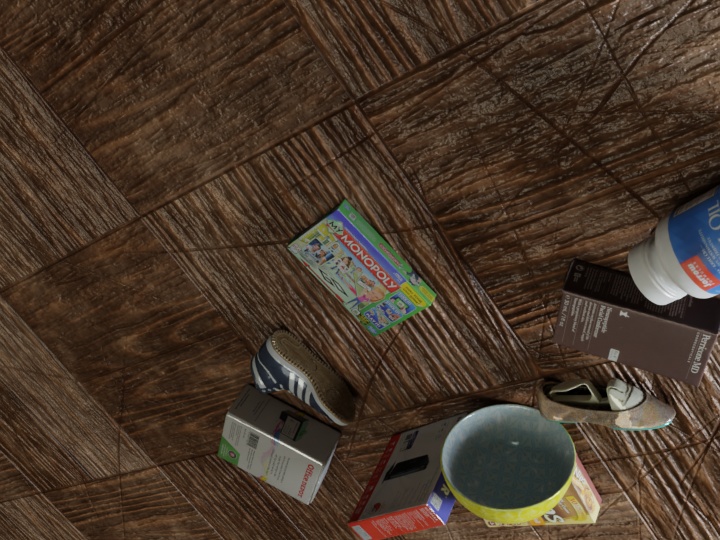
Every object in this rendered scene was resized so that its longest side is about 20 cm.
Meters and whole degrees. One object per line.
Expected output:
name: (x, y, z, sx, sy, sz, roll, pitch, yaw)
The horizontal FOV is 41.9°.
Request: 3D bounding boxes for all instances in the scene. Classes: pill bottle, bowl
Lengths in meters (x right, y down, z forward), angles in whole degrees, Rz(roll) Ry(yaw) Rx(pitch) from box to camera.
pill bottle: (0.413, -0.035, 1.082, 0.112, 0.112, 0.200, 44, 135, -10)
bowl: (0.224, 0.312, 1.426, 0.200, 0.200, 0.108, 10, 134, 22)

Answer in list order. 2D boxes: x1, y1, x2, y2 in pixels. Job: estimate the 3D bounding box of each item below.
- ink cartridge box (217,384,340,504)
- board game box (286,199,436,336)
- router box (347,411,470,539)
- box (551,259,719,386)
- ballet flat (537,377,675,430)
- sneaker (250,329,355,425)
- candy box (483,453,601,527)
ink cartridge box: (-0.150, 0.320, 1.727, 0.200, 0.084, 0.145, 26, 135, 8)
board game box: (0.000, 0.000, 1.409, 0.200, 0.029, 0.134, 46, 135, -12)
router box: (0.091, 0.333, 1.518, 0.179, 0.200, 0.049, -27, 110, 41)
box: (0.359, 0.068, 1.230, 0.199, 0.075, 0.100, 15, 132, 16)
ballet flat: (0.345, 0.187, 1.346, 0.199, 0.068, 0.067, -4, 117, 30)
sneaker: (-0.103, 0.199, 1.605, 0.200, 0.070, 0.108, 47, 130, -3)
candy box: (0.276, 0.357, 1.534, 0.200, 0.055, 0.116, -14, 118, 37)
